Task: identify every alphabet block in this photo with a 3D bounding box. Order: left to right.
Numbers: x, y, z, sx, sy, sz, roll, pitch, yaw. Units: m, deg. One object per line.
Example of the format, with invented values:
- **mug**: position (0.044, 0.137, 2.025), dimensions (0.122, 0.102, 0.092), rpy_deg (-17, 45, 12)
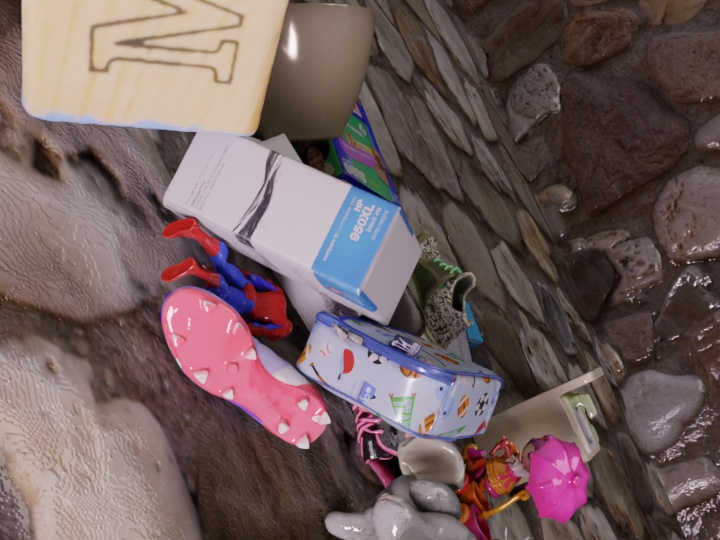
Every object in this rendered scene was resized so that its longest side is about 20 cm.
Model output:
- **alphabet block**: position (-0.166, -0.251, 0.721), dimensions (0.193, 0.201, 0.198), rpy_deg (0, 53, -20)

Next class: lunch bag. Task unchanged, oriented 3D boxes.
- **lunch bag**: position (0.037, 0.096, 0.863), dimensions (0.159, 0.077, 0.199), rpy_deg (26, 2, 33)

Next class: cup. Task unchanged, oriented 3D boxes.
- **cup**: position (-0.077, -0.228, 1.084), dimensions (0.200, 0.197, 0.146), rpy_deg (-20, 108, -70)

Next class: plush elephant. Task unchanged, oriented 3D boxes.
- **plush elephant**: position (0.042, 0.243, 0.824), dimensions (0.197, 0.154, 0.168), rpy_deg (-2, 106, -34)

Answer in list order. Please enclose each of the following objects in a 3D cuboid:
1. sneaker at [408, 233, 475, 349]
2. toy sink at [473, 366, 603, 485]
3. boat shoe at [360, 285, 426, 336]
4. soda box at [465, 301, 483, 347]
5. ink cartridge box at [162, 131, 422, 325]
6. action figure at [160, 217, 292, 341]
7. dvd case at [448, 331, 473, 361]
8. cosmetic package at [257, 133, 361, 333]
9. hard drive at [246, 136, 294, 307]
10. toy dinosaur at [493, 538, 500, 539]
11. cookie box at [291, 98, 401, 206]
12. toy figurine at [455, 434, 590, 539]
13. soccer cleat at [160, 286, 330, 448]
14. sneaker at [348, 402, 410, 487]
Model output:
- **sneaker**: position (0.102, 0.022, 1.090), dimensions (0.077, 0.088, 0.202), rpy_deg (45, 28, -33)
- **toy sink**: position (0.283, 0.237, 1.341), dimensions (0.113, 0.198, 0.130), rpy_deg (65, 19, 11)
- **boat shoe**: position (0.000, 0.000, 0.986), dimensions (0.200, 0.074, 0.073), rpy_deg (47, -19, -3)
- **soda box**: position (0.108, 0.075, 1.306), dimensions (0.199, 0.064, 0.069), rpy_deg (20, 46, -62)
- **ink cartridge box**: position (-0.056, -0.040, 0.814), dimensions (0.198, 0.085, 0.145), rpy_deg (25, -7, 16)
- **action figure**: position (-0.115, 0.021, 0.836), dimensions (0.200, 0.051, 0.066), rpy_deg (42, 33, -54)
- **dvd case**: position (0.087, 0.050, 1.166), dimensions (0.200, 0.017, 0.144), rpy_deg (42, 29, -42)
- **cosmetic package**: position (-0.063, -0.032, 0.945), dimensions (0.050, 0.082, 0.202), rpy_deg (-30, 87, -43)
- **hard drive**: position (-0.078, -0.053, 1.054), dimensions (0.132, 0.026, 0.203), rpy_deg (5, 61, -67)
- **toy dinosaur**: position (0.138, 0.355, 0.974), dimensions (0.197, 0.103, 0.138), rpy_deg (8, 55, -14)
- **cookie box**: position (-0.038, -0.176, 1.241), dimensions (0.171, 0.075, 0.203), rpy_deg (23, 43, -60)
- **toy figurine**: position (0.186, 0.256, 1.095), dimensions (0.151, 0.182, 0.201), rpy_deg (55, 20, -19)
- **soccer cleat**: position (-0.103, 0.082, 0.789), dimensions (0.200, 0.067, 0.076), rpy_deg (45, -4, -30)
- **sneaker**: position (0.023, 0.165, 0.980), dimensions (0.202, 0.078, 0.095), rpy_deg (61, 31, -1)
